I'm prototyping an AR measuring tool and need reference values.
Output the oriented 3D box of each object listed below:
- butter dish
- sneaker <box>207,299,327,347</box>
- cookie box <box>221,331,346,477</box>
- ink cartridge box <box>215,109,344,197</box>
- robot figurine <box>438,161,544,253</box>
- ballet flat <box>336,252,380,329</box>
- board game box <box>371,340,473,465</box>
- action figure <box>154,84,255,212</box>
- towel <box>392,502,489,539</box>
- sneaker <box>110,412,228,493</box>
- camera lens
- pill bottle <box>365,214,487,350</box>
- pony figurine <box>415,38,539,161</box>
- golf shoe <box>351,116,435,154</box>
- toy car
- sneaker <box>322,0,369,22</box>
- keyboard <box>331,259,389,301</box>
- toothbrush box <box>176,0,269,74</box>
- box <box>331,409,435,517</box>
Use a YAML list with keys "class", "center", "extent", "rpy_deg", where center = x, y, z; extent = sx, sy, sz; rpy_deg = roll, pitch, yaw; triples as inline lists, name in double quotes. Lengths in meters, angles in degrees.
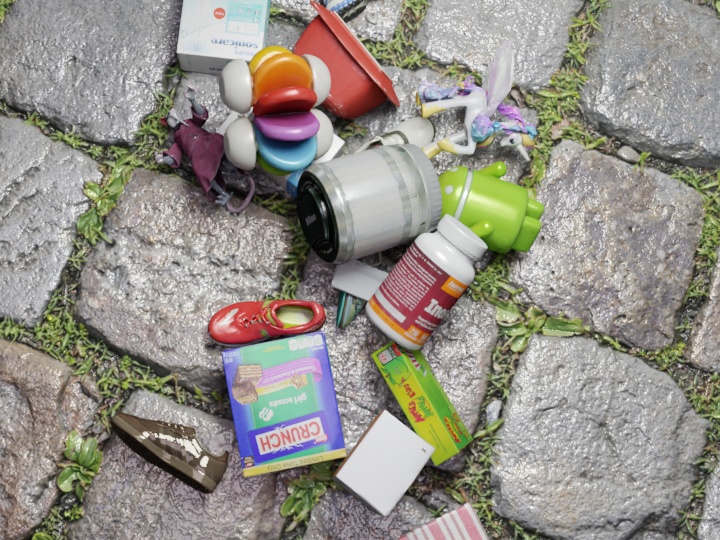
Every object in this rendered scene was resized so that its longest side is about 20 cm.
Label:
- class: "butter dish"
  center: [-0.047, -0.324, 1.756]
  extent: [0.148, 0.199, 0.201]
  rpy_deg: [-39, 83, 8]
- class: "sneaker"
  center: [-0.153, 0.075, 1.708]
  extent: [0.198, 0.085, 0.078]
  rpy_deg: [-8, 78, -5]
- class: "cookie box"
  center: [-0.122, 0.212, 1.674]
  extent: [0.169, 0.075, 0.202]
  rpy_deg: [-11, 88, -4]
- class: "ink cartridge box"
  center: [-0.139, -0.224, 1.777]
  extent: [0.199, 0.068, 0.116]
  rpy_deg: [37, 78, 4]
- class: "robot figurine"
  center: [0.202, -0.101, 1.748]
  extent: [0.198, 0.116, 0.176]
  rpy_deg: [20, 49, -1]
- class: "ballet flat"
  center: [0.000, 0.000, 1.743]
  extent: [0.073, 0.074, 0.202]
  rpy_deg: [5, 80, -3]
- class: "board game box"
  center: [0.100, 0.205, 1.686]
  extent: [0.047, 0.101, 0.201]
  rpy_deg: [-33, 82, 18]
- class: "action figure"
  center: [-0.261, -0.212, 1.754]
  extent: [0.134, 0.149, 0.200]
  rpy_deg: [-50, 58, 9]
- class: "towel"
  center: [0.122, 0.479, 1.677]
  extent: [0.198, 0.030, 0.147]
  rpy_deg: [-24, 81, -10]
- class: "sneaker"
  center: [-0.303, 0.276, 1.678]
  extent: [0.199, 0.071, 0.076]
  rpy_deg: [34, 60, 0]
- class: "camera lens"
  center: [0.009, -0.107, 1.659]
  extent: [0.198, 0.160, 0.161]
  rpy_deg: [-18, 80, -23]
- class: "pill bottle"
  center: [0.107, 0.017, 1.653]
  extent: [0.113, 0.113, 0.201]
  rpy_deg: [38, 102, 4]
- class: "pony figurine"
  center: [0.196, -0.274, 1.761]
  extent: [0.198, 0.167, 0.195]
  rpy_deg: [-4, 82, -5]
- class: "golf shoe"
  center: [0.049, -0.199, 1.775]
  extent: [0.199, 0.088, 0.077]
  rpy_deg: [-36, 81, -11]
- class: "toy car"
  center: [-0.118, -0.240, 1.616]
  extent: [0.173, 0.150, 0.202]
  rpy_deg: [-9, 109, -21]
- class: "sneaker"
  center: [0.013, -0.521, 1.844]
  extent: [0.199, 0.077, 0.086]
  rpy_deg: [-32, 78, -10]
- class: "keyboard"
  center: [0.043, 0.034, 1.725]
  extent: [0.199, 0.011, 0.057]
  rpy_deg: [23, 80, -25]
- class: "toothbrush box"
  center: [-0.231, -0.444, 1.807]
  extent: [0.145, 0.085, 0.202]
  rpy_deg: [7, 80, -2]
- class: "box"
  center: [0.031, 0.299, 1.616]
  extent: [0.097, 0.200, 0.125]
  rpy_deg: [37, 78, 4]
